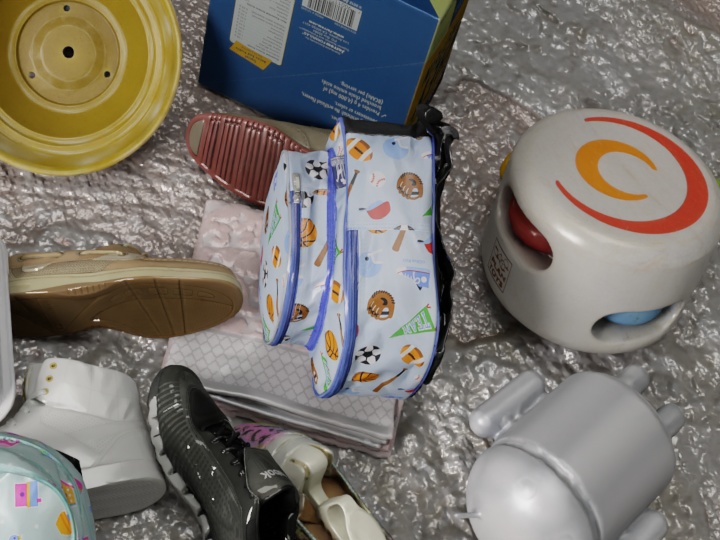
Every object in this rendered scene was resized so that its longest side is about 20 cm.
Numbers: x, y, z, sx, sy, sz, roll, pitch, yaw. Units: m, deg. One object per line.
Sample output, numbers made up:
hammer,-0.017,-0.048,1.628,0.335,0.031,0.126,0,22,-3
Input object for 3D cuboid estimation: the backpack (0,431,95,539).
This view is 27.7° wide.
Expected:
backpack,-0.235,0.205,0.938,0.165,0.127,0.202,8,88,-12

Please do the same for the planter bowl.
planter bowl,-0.249,-0.184,1.229,0.198,0.083,0.202,-1,99,-6

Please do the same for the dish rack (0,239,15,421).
dish rack,-0.342,0.044,1.064,0.170,0.044,0.201,-13,49,-4

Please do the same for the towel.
towel,-0.050,0.041,1.182,0.198,0.032,0.192,15,55,-4

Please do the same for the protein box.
protein box,-0.017,-0.228,1.263,0.197,0.201,0.135,25,55,5

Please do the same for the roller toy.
roller toy,0.195,-0.030,1.218,0.199,0.140,0.183,24,45,8

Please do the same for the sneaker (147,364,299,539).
sneaker,-0.087,0.151,1.046,0.066,0.090,0.201,2,61,-54

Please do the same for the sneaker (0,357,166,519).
sneaker,-0.250,0.125,1.062,0.198,0.074,0.116,-3,55,-25

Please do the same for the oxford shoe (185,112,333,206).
oxford shoe,-0.052,-0.093,1.261,0.198,0.071,0.075,20,29,3

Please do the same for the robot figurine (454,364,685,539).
robot figurine,0.159,0.155,1.103,0.199,0.113,0.170,-35,74,-30

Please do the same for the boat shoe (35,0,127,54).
boat shoe,-0.243,-0.283,1.325,0.090,0.071,0.202,7,58,-13

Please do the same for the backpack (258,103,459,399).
backpack,0.000,0.000,1.096,0.153,0.200,0.192,-6,68,-8

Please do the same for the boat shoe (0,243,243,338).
boat shoe,-0.188,0.007,1.132,0.198,0.072,0.065,-1,47,4

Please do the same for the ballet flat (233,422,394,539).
ballet flat,-0.024,0.174,1.075,0.069,0.071,0.200,-34,69,-28
